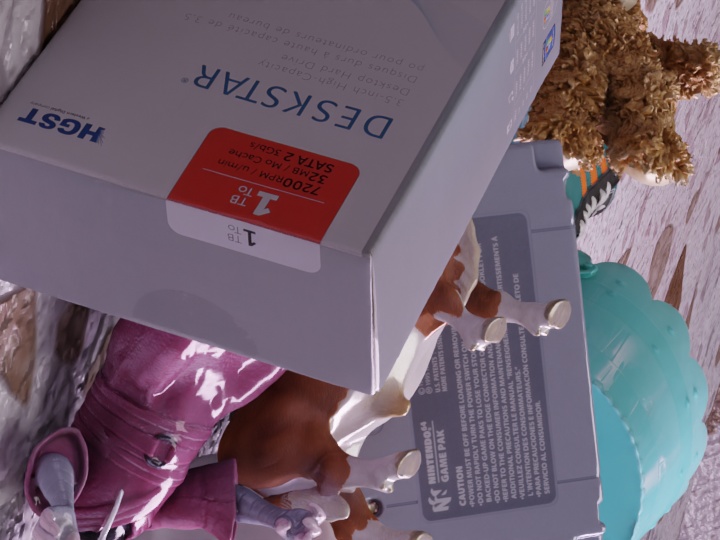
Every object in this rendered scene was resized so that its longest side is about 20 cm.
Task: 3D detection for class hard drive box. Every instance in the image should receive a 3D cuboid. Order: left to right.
[{"bbox_3d":[-0.027,-0.066,0.879,0.077,0.155,0.200,89,23,-47],"label":"hard drive box"}]

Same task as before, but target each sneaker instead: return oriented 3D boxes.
[{"bbox_3d":[0.130,-0.053,1.471,0.071,0.080,0.200,-44,-159,34],"label":"sneaker"}]

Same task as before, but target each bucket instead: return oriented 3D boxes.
[{"bbox_3d":[0.108,0.101,1.448,0.135,0.207,0.208,-38,142,-61],"label":"bucket"}]

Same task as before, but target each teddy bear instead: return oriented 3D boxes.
[{"bbox_3d":[0.136,-0.119,1.314,0.200,0.145,0.067,-64,166,-48],"label":"teddy bear"}]

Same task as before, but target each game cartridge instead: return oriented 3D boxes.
[{"bbox_3d":[0.040,0.044,1.078,0.040,0.133,0.201,177,-93,-71],"label":"game cartridge"}]

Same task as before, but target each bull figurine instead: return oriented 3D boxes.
[{"bbox_3d":[0.012,0.025,1.004,0.065,0.121,0.200,22,97,-51],"label":"bull figurine"}]

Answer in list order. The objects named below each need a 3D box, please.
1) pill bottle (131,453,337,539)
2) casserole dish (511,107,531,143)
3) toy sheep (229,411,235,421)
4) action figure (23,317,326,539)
[{"bbox_3d":[-0.052,0.177,1.122,0.200,0.112,0.112,78,32,-60],"label":"pill bottle"},{"bbox_3d":[0.077,-0.074,1.377,0.200,0.039,0.121,-71,174,-52],"label":"casserole dish"},{"bbox_3d":[-0.001,0.061,1.147,0.138,0.137,0.201,-51,137,-54],"label":"toy sheep"},{"bbox_3d":[-0.092,0.054,0.947,0.134,0.149,0.200,24,102,-46],"label":"action figure"}]
